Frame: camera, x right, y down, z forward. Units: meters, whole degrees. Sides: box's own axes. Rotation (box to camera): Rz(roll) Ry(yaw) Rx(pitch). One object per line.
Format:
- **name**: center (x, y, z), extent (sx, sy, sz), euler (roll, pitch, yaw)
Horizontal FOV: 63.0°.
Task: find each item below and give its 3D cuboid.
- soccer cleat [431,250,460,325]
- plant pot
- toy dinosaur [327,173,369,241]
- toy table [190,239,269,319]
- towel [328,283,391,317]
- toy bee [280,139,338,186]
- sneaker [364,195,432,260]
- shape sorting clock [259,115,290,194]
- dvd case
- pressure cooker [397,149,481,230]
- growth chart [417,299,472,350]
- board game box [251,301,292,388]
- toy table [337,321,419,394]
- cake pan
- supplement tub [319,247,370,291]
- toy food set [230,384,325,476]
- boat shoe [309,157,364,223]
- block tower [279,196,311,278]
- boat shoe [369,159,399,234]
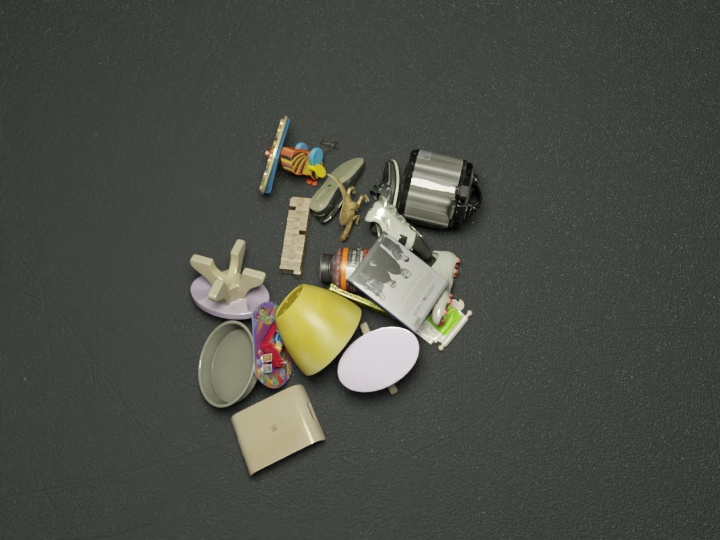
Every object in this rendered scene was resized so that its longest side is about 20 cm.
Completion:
- **soccer cleat**: center (0.190, 0.041, 1.440), extent (0.076, 0.070, 0.203), euler (14, 60, 5)
- **plant pot**: center (-0.116, 0.116, 1.358), extent (0.142, 0.200, 0.201), euler (42, 82, -15)
- **toy dinosaur**: center (-0.027, -0.163, 1.456), extent (0.057, 0.203, 0.101), euler (17, 43, 27)
- **toy table**: center (-0.318, 0.029, 1.415), extent (0.195, 0.118, 0.186), euler (4, 48, -1)
- **towel**: center (0.017, 0.079, 1.413), extent (0.197, 0.086, 0.018), euler (22, 82, 1)
- **toy bee**: center (-0.127, -0.265, 1.498), extent (0.130, 0.197, 0.111), euler (34, 124, 44)
- **sneaker**: center (0.090, -0.082, 1.441), extent (0.200, 0.074, 0.089), euler (44, 83, -9)
- **shape sorting clock**: center (-0.218, -0.288, 1.466), extent (0.038, 0.200, 0.204), euler (15, 79, -8)
- **dvd case**: center (0.089, 0.026, 1.372), extent (0.199, 0.025, 0.151), euler (38, 75, 0)
- **pressure cooker**: center (0.200, -0.193, 1.443), extent (0.196, 0.179, 0.179), euler (13, 76, 5)
- **growth chart**: center (0.167, 0.099, 1.466), extent (0.198, 0.018, 0.146), euler (33, 81, 7)
- **board game box**: center (-0.192, 0.173, 1.389), extent (0.038, 0.157, 0.204), euler (-10, 77, 25)
- **toy table**: center (0.045, 0.209, 1.389), extent (0.196, 0.117, 0.188), euler (-15, 84, 3)
- **cake pan**: center (-0.309, 0.223, 1.399), extent (0.197, 0.036, 0.205), euler (-13, 68, 34)
- **supplement tub**: center (0.000, 0.000, 1.445), extent (0.195, 0.107, 0.109), euler (3, 78, 2)
- **toy food set**: center (-0.200, 0.381, 1.406), extent (0.197, 0.061, 0.145), euler (-25, 67, -5)
- **boat shoe**: center (-0.054, -0.211, 1.519), extent (0.071, 0.068, 0.201), euler (18, 63, 43)
- **block tower**: center (-0.163, -0.086, 1.495), extent (0.057, 0.054, 0.204), euler (5, 78, 4)
- **boat shoe**: center (0.053, -0.187, 1.496), extent (0.065, 0.074, 0.204), euler (7, 87, -18)
